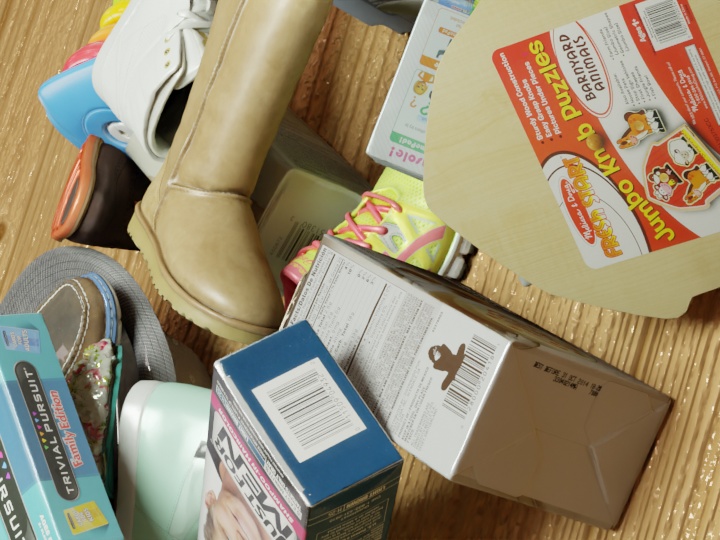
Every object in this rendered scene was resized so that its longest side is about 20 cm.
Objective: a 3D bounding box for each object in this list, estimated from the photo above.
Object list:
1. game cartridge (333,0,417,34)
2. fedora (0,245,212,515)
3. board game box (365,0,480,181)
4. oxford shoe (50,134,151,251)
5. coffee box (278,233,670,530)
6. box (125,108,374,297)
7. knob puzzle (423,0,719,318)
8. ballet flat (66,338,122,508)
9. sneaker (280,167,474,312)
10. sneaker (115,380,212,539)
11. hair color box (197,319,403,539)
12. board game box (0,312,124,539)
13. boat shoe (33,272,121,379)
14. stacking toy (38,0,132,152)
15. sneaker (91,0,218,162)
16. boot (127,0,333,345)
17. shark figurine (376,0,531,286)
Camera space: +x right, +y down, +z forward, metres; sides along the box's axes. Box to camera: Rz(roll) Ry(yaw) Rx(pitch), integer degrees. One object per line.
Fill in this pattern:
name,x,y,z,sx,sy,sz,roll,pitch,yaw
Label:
game cartridge,0.032,-0.191,1.431,0.199,0.133,0.042,-3,62,53
fedora,-0.161,0.086,1.585,0.177,0.090,0.200,-58,47,20
board game box,0.107,-0.125,1.274,0.064,0.147,0.201,18,-86,-84
oxford shoe,-0.158,-0.046,1.601,0.200,0.072,0.072,-72,5,-82
coffee box,0.054,0.057,1.284,0.200,0.114,0.080,30,97,57
box,-0.065,-0.057,1.532,0.078,0.095,0.200,-61,33,11
knob puzzle,0.120,-0.067,1.203,0.219,0.220,0.030,-41,5,35
ballet flat,-0.179,0.141,1.469,0.076,0.063,0.202,177,95,-81
sneaker,0.000,0.000,1.411,0.078,0.090,0.201,21,89,57
sneaker,-0.086,0.171,1.452,0.117,0.074,0.202,5,102,21
hair color box,-0.036,0.126,1.303,0.100,0.060,0.200,55,157,26
board game box,-0.235,0.141,1.452,0.200,0.047,0.152,-43,62,40
boat shoe,-0.220,0.085,1.527,0.072,0.072,0.201,49,117,39
stacking toy,-0.139,-0.177,1.710,0.109,0.116,0.201,-17,47,46
sneaker,-0.093,-0.164,1.494,0.201,0.073,0.116,-64,35,20
boot,-0.063,-0.078,1.381,0.175,0.066,0.201,45,117,48
shark figurine,0.086,-0.111,1.357,0.128,0.089,0.215,-48,41,26
